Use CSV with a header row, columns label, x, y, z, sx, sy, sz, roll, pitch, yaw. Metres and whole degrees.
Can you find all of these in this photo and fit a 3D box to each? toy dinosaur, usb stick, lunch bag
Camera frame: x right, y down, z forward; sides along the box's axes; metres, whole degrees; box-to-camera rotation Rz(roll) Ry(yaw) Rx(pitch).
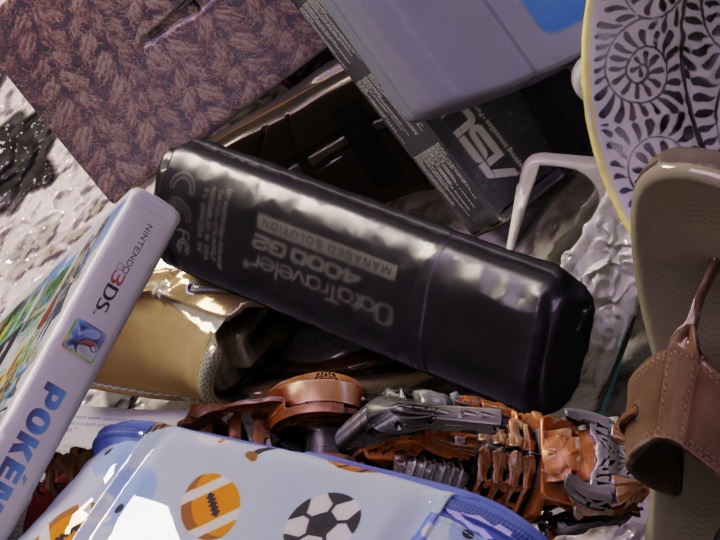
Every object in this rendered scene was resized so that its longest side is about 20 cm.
label,x,y,z,sx,sy,sz,roll,pitch,yaw
toy dinosaur,-0.006,0.068,0.895,0.199,0.136,0.102,21,64,7
usb stick,0.000,0.000,0.965,0.200,0.033,0.056,21,111,37
lunch bag,-0.009,0.127,0.808,0.200,0.160,0.076,11,52,39

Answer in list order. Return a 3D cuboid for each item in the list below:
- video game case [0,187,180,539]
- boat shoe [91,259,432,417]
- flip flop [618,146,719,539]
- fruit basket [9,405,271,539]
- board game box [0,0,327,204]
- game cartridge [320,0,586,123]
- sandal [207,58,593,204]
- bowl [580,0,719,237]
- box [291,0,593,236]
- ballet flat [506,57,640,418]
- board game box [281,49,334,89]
label,x,y,z,sx,sy,sz,roll,pitch,yaw
video game case,-0.137,0.075,0.898,0.183,0.022,0.200,-63,12,-23
boat shoe,-0.051,0.024,1.037,0.199,0.072,0.076,-9,32,27
flip flop,0.111,0.057,0.812,0.081,0.201,0.058,17,34,28
fruit basket,-0.104,0.131,1.008,0.185,0.094,0.200,0,38,37
board game box,-0.065,-0.139,1.130,0.159,0.097,0.200,-35,15,13
game cartridge,0.070,-0.149,0.966,0.200,0.134,0.040,-37,7,-16
sandal,0.019,-0.062,1.069,0.200,0.082,0.055,-25,26,10
bowl,0.180,-0.069,0.839,0.200,0.094,0.202,3,97,27
box,0.046,-0.140,1.002,0.161,0.200,0.049,-38,3,-14
ballet flat,0.094,-0.038,0.940,0.072,0.072,0.200,42,113,50
board game box,0.058,-0.133,1.150,0.200,0.032,0.120,-43,44,-4
